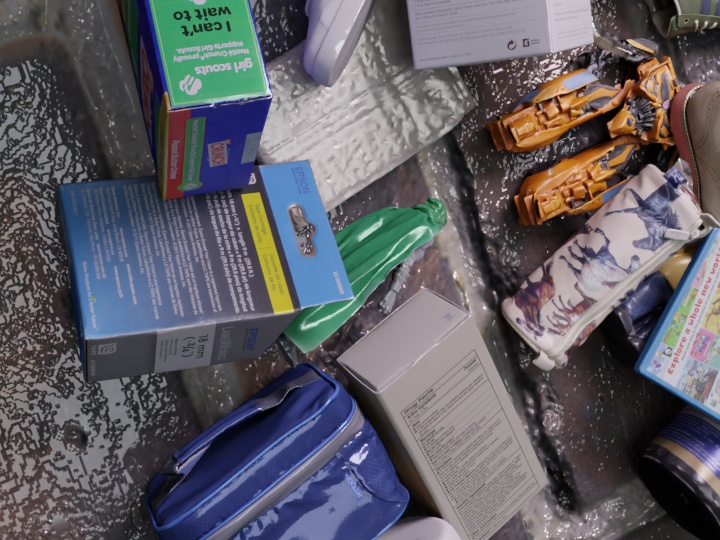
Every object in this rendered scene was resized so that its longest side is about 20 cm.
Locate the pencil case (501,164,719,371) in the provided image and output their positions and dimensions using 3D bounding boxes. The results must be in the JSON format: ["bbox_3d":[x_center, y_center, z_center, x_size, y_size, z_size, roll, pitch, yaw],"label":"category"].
[{"bbox_3d":[0.213,-0.001,0.941,0.200,0.090,0.078,-44,115,6],"label":"pencil case"}]

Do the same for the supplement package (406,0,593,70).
[{"bbox_3d":[0.104,-0.269,0.845,0.121,0.118,0.204,-27,112,-60],"label":"supplement package"}]

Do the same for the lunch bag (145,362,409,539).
[{"bbox_3d":[-0.078,0.172,0.847,0.199,0.136,0.133,-36,103,-12],"label":"lunch bag"}]

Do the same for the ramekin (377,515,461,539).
[{"bbox_3d":[0.010,0.279,0.856,0.198,0.200,0.099,-25,93,-16],"label":"ramekin"}]

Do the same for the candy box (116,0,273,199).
[{"bbox_3d":[-0.126,-0.174,0.764,0.076,0.169,0.203,-12,77,-16],"label":"candy box"}]

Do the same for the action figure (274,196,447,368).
[{"bbox_3d":[0.000,0.000,0.893,0.199,0.117,0.055,-37,128,-22],"label":"action figure"}]

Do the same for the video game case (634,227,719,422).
[{"bbox_3d":[0.357,0.074,0.945,0.198,0.018,0.145,30,88,-4],"label":"video game case"}]

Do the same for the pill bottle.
[{"bbox_3d":[0.364,0.150,1.012,0.199,0.112,0.113,-40,105,-13],"label":"pill bottle"}]

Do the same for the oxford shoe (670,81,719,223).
[{"bbox_3d":[0.336,-0.070,0.948,0.070,0.075,0.202,-31,102,-16],"label":"oxford shoe"}]

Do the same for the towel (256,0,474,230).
[{"bbox_3d":[-0.008,-0.141,0.906,0.198,0.034,0.134,-33,102,-13],"label":"towel"}]

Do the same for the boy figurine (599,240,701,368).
[{"bbox_3d":[0.316,0.016,1.013,0.198,0.064,0.126,-30,96,-13],"label":"boy figurine"}]

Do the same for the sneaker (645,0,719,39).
[{"bbox_3d":[0.307,-0.249,0.996,0.198,0.067,0.091,29,92,-18],"label":"sneaker"}]

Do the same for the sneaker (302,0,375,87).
[{"bbox_3d":[-0.037,-0.247,0.856,0.114,0.074,0.203,20,69,-2],"label":"sneaker"}]

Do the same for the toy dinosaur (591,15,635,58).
[{"bbox_3d":[0.147,-0.249,0.933,0.087,0.047,0.202,-32,87,19],"label":"toy dinosaur"}]

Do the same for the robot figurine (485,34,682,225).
[{"bbox_3d":[0.217,-0.125,0.971,0.198,0.058,0.147,-27,104,-16],"label":"robot figurine"}]

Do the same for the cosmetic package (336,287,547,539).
[{"bbox_3d":[0.071,0.128,0.899,0.105,0.071,0.202,-36,122,-16],"label":"cosmetic package"}]

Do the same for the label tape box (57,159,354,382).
[{"bbox_3d":[-0.120,-0.003,0.819,0.196,0.064,0.146,-7,54,-18],"label":"label tape box"}]
